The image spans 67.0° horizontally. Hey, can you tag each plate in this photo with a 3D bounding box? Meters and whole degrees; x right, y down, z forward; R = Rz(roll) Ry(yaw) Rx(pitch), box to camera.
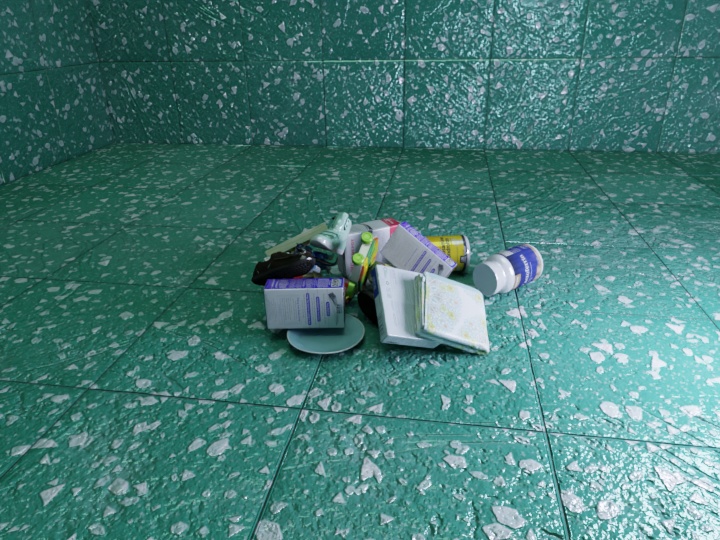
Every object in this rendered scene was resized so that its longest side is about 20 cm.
[{"bbox_3d":[-0.087,0.162,1.371,0.196,0.026,0.201,-2,25,1],"label":"plate"}]

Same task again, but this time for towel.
[{"bbox_3d":[0.219,0.103,1.319,0.197,0.048,0.174,18,52,-17],"label":"towel"}]

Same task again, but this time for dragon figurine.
[{"bbox_3d":[-0.130,-0.034,1.508,0.098,0.060,0.200,15,3,-23],"label":"dragon figurine"}]

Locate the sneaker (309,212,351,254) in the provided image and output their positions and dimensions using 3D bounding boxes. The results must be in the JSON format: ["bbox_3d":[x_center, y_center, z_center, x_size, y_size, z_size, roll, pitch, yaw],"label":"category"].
[{"bbox_3d":[-0.082,-0.115,1.544,0.072,0.120,0.200,18,2,14],"label":"sneaker"}]

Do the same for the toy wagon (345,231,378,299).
[{"bbox_3d":[0.000,0.000,1.460,0.039,0.156,0.203,16,61,10],"label":"toy wagon"}]

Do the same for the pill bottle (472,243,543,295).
[{"bbox_3d":[0.429,0.000,1.588,0.197,0.118,0.115,-19,30,-32],"label":"pill bottle"}]

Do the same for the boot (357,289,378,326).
[{"bbox_3d":[0.110,0.092,1.436,0.209,0.081,0.157,32,43,26],"label":"boot"}]

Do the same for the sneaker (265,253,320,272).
[{"bbox_3d":[-0.220,-0.030,1.735,0.196,0.074,0.072,5,27,17],"label":"sneaker"}]

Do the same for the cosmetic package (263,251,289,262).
[{"bbox_3d":[-0.200,0.038,1.533,0.081,0.051,0.201,-13,50,-29],"label":"cosmetic package"}]

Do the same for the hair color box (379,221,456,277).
[{"bbox_3d":[0.166,-0.035,1.573,0.199,0.110,0.065,41,26,12],"label":"hair color box"}]

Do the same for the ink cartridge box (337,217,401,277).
[{"bbox_3d":[0.027,-0.074,1.728,0.196,0.148,0.083,-12,27,-22],"label":"ink cartridge box"}]

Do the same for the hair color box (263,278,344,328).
[{"bbox_3d":[-0.137,0.082,1.365,0.195,0.111,0.065,0,24,2],"label":"hair color box"}]

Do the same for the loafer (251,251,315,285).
[{"bbox_3d":[-0.202,-0.019,1.385,0.197,0.073,0.073,-16,-22,28],"label":"loafer"}]

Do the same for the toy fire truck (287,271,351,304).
[{"bbox_3d":[-0.108,0.043,1.490,0.141,0.049,0.199,42,26,17],"label":"toy fire truck"}]

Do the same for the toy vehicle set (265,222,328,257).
[{"bbox_3d":[-0.192,-0.082,1.654,0.197,0.027,0.124,-27,-2,-9],"label":"toy vehicle set"}]

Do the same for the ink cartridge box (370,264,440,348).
[{"bbox_3d":[0.128,0.091,1.333,0.197,0.043,0.199,11,51,-25],"label":"ink cartridge box"}]

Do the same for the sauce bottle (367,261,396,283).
[{"bbox_3d":[0.114,0.038,1.492,0.197,0.065,0.065,24,14,-25],"label":"sauce bottle"}]

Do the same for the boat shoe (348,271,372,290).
[{"bbox_3d":[0.064,0.043,1.575,0.198,0.076,0.086,6,26,-8],"label":"boat shoe"}]

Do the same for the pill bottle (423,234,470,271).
[{"bbox_3d":[0.238,-0.051,1.710,0.195,0.114,0.112,-3,24,-3],"label":"pill bottle"}]
